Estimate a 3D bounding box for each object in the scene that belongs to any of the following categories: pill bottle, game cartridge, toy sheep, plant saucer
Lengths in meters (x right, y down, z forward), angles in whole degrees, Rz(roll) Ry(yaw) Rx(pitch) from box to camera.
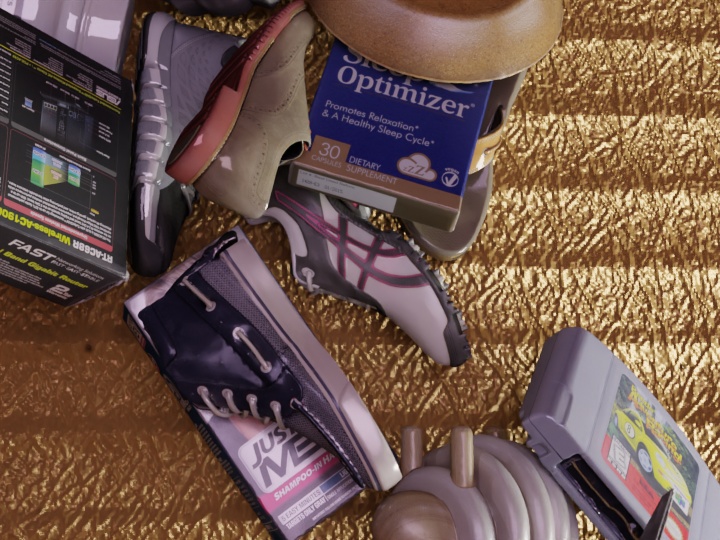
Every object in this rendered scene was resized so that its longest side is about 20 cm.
[{"bbox_3d":[-0.261,-0.180,0.959,0.197,0.111,0.112,12,77,-8],"label":"pill bottle"},{"bbox_3d":[0.192,0.139,0.973,0.041,0.133,0.200,-35,103,28],"label":"game cartridge"},{"bbox_3d":[0.085,0.173,0.946,0.198,0.137,0.140,5,77,-39],"label":"toy sheep"},{"bbox_3d":[0.057,-0.220,1.017,0.197,0.036,0.202,6,51,-7],"label":"plant saucer"}]

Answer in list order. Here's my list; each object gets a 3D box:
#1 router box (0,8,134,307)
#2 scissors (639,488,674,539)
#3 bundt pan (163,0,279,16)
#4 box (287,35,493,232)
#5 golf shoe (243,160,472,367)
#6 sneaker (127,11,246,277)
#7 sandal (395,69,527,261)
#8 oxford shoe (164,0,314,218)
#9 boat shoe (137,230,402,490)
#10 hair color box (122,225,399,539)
[{"bbox_3d":[-0.232,-0.082,0.854,0.199,0.062,0.152,27,50,-43],"label":"router box"},{"bbox_3d":[0.187,0.215,0.933,0.073,0.201,0.014,41,47,11],"label":"scissors"},{"bbox_3d":[-0.082,-0.255,0.988,0.199,0.076,0.204,-11,48,12],"label":"bundt pan"},{"bbox_3d":[0.033,-0.131,0.994,0.120,0.033,0.202,16,57,1],"label":"box"},{"bbox_3d":[0.000,0.000,0.998,0.088,0.077,0.201,-38,79,-7],"label":"golf shoe"},{"bbox_3d":[-0.104,-0.089,0.982,0.114,0.075,0.203,6,68,-14],"label":"sneaker"},{"bbox_3d":[0.079,-0.107,1.035,0.080,0.054,0.202,23,76,-6],"label":"sandal"},{"bbox_3d":[-0.065,-0.108,0.936,0.075,0.070,0.201,38,46,-14],"label":"oxford shoe"},{"bbox_3d":[-0.063,0.078,0.903,0.092,0.075,0.201,-35,72,-10],"label":"boat shoe"},{"bbox_3d":[-0.071,0.082,0.970,0.100,0.061,0.201,-35,86,-15],"label":"hair color box"}]
